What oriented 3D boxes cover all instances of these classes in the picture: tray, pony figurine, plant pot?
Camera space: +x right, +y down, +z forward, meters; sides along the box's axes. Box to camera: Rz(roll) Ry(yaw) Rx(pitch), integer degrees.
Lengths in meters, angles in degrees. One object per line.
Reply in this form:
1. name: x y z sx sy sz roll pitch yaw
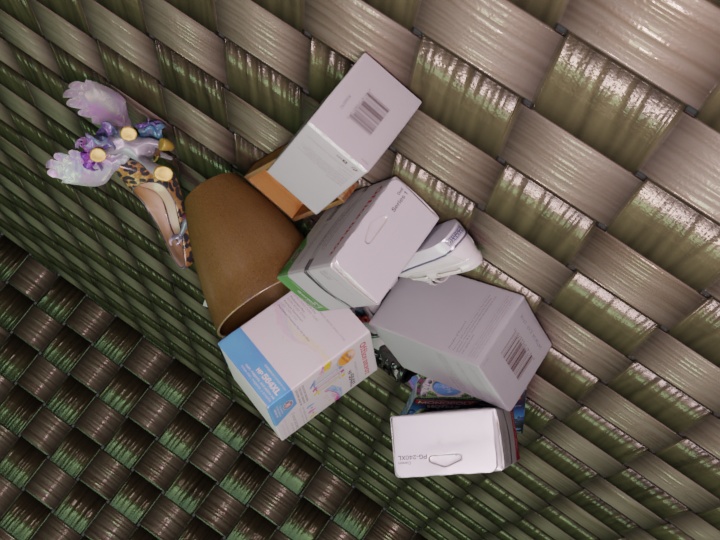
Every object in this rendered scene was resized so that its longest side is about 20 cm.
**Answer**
1. tray: -0.084 -0.124 1.432 0.099 0.037 0.200 42 161 -14
2. pony figurine: -0.378 -0.195 1.625 0.192 0.167 0.200 15 -174 -17
3. plant pot: -0.170 -0.035 1.522 0.201 0.186 0.186 59 167 15

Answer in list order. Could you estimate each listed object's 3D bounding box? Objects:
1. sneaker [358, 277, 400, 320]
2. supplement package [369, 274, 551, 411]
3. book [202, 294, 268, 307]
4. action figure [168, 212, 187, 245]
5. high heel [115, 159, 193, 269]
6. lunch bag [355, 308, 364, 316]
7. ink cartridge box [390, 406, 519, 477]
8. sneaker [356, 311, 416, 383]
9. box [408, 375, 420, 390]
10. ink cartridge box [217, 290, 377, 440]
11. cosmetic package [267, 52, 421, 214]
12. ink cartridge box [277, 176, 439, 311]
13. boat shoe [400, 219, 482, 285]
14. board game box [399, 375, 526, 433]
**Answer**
1. sneaker: 0.000 0.000 1.526 0.199 0.079 0.130 45 156 41
2. supplement package: 0.133 0.085 1.410 0.199 0.118 0.117 19 156 42
3. book: -0.145 0.058 1.666 0.199 0.048 0.134 24 161 -6
4. action figure: -0.236 -0.090 1.692 0.200 0.133 0.150 -124 36 -56
5. high heel: -0.340 -0.096 1.750 0.071 0.143 0.200 -21 144 36
6. lunch bag: -0.039 0.065 1.737 0.160 0.076 0.200 23 161 10
7. ink cartridge box: 0.133 0.233 1.436 0.144 0.084 0.200 -7 171 13
8. sneaker: 0.043 0.120 1.607 0.199 0.098 0.071 5 154 16
9. box: 0.146 0.204 1.810 0.136 0.039 0.200 26 159 28
10. ink cartridge box: -0.074 0.113 1.465 0.125 0.200 0.129 48 165 26
11. cosmetic package: -0.023 -0.144 1.153 0.085 0.108 0.200 39 161 -9
12. ink cartridge box: -0.007 -0.029 1.342 0.084 0.146 0.200 41 162 -16
13. boat shoe: 0.089 -0.014 1.337 0.066 0.072 0.200 45 152 -12
14. board game box: 0.170 0.182 1.560 0.199 0.062 0.200 3 153 -7
